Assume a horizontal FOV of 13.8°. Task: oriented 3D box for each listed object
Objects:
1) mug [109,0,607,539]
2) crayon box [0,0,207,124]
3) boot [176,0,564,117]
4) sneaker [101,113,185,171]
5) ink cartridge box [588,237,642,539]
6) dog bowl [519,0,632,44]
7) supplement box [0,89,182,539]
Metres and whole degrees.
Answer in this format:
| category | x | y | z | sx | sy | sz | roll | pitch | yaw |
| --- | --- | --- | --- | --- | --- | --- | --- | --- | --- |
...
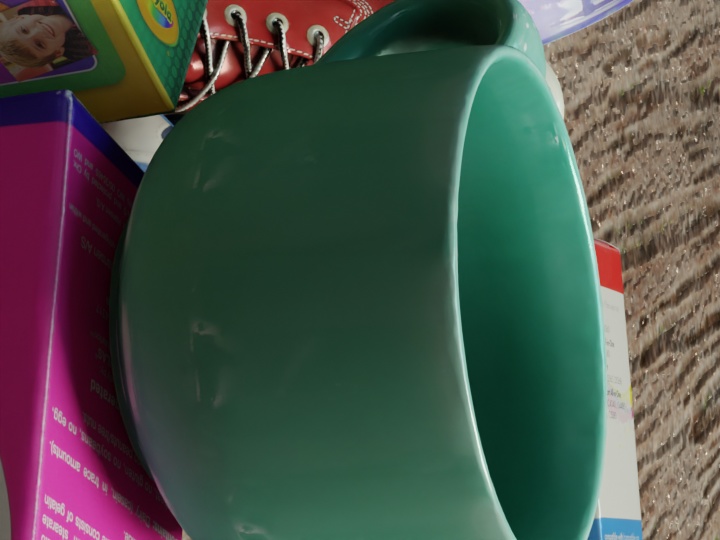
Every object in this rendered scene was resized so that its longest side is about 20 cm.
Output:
| category | x | y | z | sx | sy | sz | roll | pitch | yaw |
| --- | --- | --- | --- | --- | --- | --- | --- | --- | --- |
| mug | 0.001 | 0.011 | 0.863 | 0.185 | 0.114 | 0.153 | -50 | 131 | -65 |
| crayon box | -0.134 | -0.123 | 0.822 | 0.058 | 0.118 | 0.200 | -78 | 153 | -42 |
| boot | -0.039 | -0.063 | 0.971 | 0.144 | 0.199 | 0.073 | -39 | 148 | -66 |
| sneaker | -0.051 | -0.012 | 1.081 | 0.200 | 0.074 | 0.083 | 24 | 59 | -68 |
| ink cartridge box | 0.054 | 0.052 | 1.280 | 0.067 | 0.116 | 0.201 | 15 | 70 | -67 |
| dog bowl | 0.017 | -0.141 | 1.118 | 0.200 | 0.199 | 0.079 | -58 | 139 | -59 |
| supplement box | -0.114 | 0.065 | 0.844 | 0.103 | 0.101 | 0.201 | 49 | 40 | -58 |
